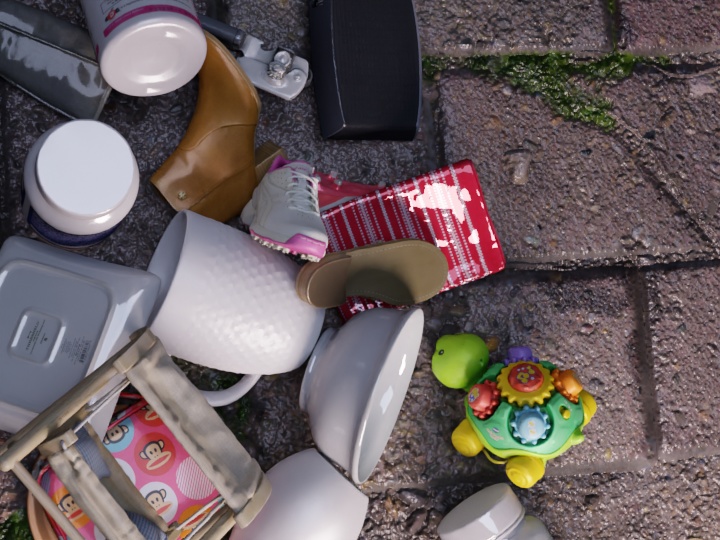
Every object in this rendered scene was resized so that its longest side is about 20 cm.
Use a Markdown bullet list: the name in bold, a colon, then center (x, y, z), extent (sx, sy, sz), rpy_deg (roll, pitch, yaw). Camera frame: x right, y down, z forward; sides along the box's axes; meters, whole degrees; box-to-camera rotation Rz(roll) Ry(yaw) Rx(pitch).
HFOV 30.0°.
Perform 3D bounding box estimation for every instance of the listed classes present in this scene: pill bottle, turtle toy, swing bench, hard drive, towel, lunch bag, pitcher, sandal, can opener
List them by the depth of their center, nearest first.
- **swing bench**: center (-0.209, 0.188, 1.274), extent (0.200, 0.130, 0.199), rpy_deg (-41, 99, -19)
- **pill bottle**: center (-0.287, -0.088, 1.370), extent (0.115, 0.200, 0.117), rpy_deg (1, 84, -15)
- **lunch bag**: center (-0.231, 0.211, 1.384), extent (0.199, 0.082, 0.177), rpy_deg (-30, 92, -16)
- **pill bottle**: center (-0.238, -0.292, 1.414), extent (0.113, 0.114, 0.201), rpy_deg (-11, 58, -16)
- **pitcher**: center (-0.070, 0.306, 1.445), extent (0.200, 0.121, 0.172), rpy_deg (-49, 118, -4)
- **sandal**: center (0.001, -0.005, 1.454), extent (0.211, 0.069, 0.078), rpy_deg (-6, 115, -43)
- **pill bottle**: center (0.178, 0.346, 1.493), extent (0.113, 0.113, 0.201), rpy_deg (-34, 93, -16)
- **can opener**: center (-0.151, -0.242, 1.501), extent (0.199, 0.066, 0.053), rpy_deg (23, 74, -4)
- **towel**: center (0.054, -0.029, 1.504), extent (0.199, 0.023, 0.145), rpy_deg (-20, 113, -3)
- **turtle toy**: center (0.165, 0.140, 1.506), extent (0.199, 0.101, 0.146), rpy_deg (27, 52, 29)
- **hard drive**: center (0.010, -0.251, 1.543), extent (0.134, 0.042, 0.201), rpy_deg (-2, 84, -28)

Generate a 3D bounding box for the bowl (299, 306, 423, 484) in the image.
- **bowl**: center (-0.007, 0.121, 1.449), extent (0.090, 0.201, 0.202), rpy_deg (18, 79, 12)

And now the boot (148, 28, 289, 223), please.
- **boot**: center (-0.172, -0.142, 1.451), extent (0.144, 0.071, 0.202), rpy_deg (-37, 119, -15)

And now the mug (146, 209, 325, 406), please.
- **mug**: center (-0.145, 0.056, 1.437), extent (0.175, 0.148, 0.201), rpy_deg (21, 109, -19)

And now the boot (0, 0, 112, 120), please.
- **boot**: center (-0.343, -0.271, 1.441), extent (0.199, 0.073, 0.183), rpy_deg (20, 92, -6)

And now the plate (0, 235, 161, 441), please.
- **plate**: center (-0.324, 0.071, 1.374), extent (0.199, 0.032, 0.201), rpy_deg (14, 76, 22)

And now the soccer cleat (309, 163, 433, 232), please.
- **soccer cleat**: center (0.008, -0.061, 1.530), extent (0.199, 0.067, 0.077), rpy_deg (15, 116, -21)

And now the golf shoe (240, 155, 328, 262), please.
- **golf shoe**: center (-0.074, -0.068, 1.396), extent (0.075, 0.200, 0.092), rpy_deg (18, 98, -22)

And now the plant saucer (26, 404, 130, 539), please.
- **plant saucer**: center (-0.254, 0.244, 1.433), extent (0.199, 0.032, 0.202), rpy_deg (2, 84, -16)
